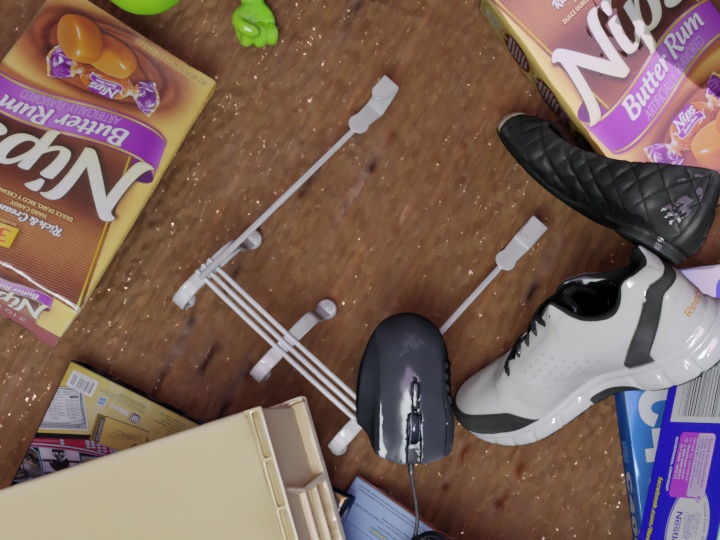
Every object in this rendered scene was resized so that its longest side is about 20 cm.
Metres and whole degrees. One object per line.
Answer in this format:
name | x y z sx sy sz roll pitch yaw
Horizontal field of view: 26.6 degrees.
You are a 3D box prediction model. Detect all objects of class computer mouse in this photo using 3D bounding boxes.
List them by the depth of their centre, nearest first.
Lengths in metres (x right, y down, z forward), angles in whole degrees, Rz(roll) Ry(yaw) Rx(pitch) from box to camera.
computer mouse | 0.031 0.121 0.892 0.059 0.034 0.200 -2 75 -8

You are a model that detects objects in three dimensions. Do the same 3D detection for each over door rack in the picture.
over door rack | 0.000 0.000 0.973 0.148 0.067 0.200 43 74 3

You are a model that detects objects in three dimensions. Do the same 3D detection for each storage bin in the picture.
storage bin | -0.108 0.196 0.879 0.200 0.094 0.199 -18 81 11

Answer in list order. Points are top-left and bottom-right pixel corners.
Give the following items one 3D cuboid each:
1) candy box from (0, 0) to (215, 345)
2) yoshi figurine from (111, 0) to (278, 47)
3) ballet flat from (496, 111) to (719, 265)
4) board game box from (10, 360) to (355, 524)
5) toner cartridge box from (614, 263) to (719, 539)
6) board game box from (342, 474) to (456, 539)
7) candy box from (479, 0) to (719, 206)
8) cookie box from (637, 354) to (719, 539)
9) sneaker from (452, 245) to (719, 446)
candy box | -0.182 -0.067 0.919 0.117 0.056 0.200 32 53 -10
yoshi figurine | -0.084 -0.202 0.966 0.200 0.112 0.113 -5 89 3
ballet flat | 0.148 -0.059 0.920 0.066 0.200 0.057 32 94 -36
board game box | -0.122 0.160 0.959 0.200 0.035 0.136 25 86 11
toner cartridge box | 0.213 0.098 0.963 0.095 0.043 0.200 -7 86 0
board game box | 0.037 0.210 0.908 0.200 0.019 0.103 29 84 46
candy box | 0.179 -0.127 0.978 0.117 0.056 0.200 -35 84 -1
cookie box | 0.267 0.152 0.893 0.200 0.075 0.171 19 77 -25
sneaker | 0.124 0.042 0.913 0.080 0.200 0.074 42 43 -20
